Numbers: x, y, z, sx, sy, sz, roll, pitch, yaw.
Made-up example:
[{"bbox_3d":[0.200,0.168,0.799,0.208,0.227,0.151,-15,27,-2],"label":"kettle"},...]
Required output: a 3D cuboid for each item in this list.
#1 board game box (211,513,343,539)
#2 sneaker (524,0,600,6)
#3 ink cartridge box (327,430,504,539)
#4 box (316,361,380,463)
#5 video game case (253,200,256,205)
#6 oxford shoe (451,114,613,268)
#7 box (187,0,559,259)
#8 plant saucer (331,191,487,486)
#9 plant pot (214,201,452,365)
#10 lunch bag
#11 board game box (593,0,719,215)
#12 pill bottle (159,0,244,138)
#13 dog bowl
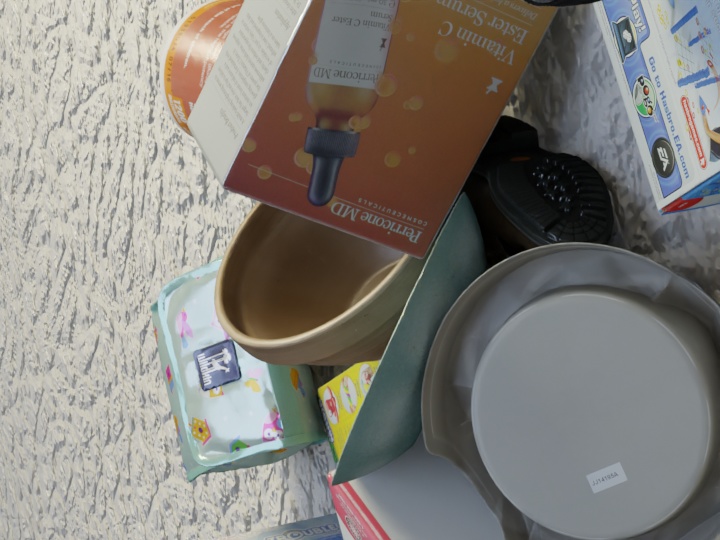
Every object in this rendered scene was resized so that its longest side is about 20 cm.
[{"bbox_3d":[-0.094,0.317,1.595,0.043,0.200,0.199,-148,52,-60],"label":"board game box"},{"bbox_3d":[0.136,-0.226,0.964,0.200,0.075,0.116,-42,56,49],"label":"sneaker"},{"bbox_3d":[0.059,0.221,1.275,0.146,0.085,0.200,51,161,37],"label":"ink cartridge box"},{"bbox_3d":[0.026,0.124,1.460,0.200,0.048,0.118,-35,67,60],"label":"box"},{"bbox_3d":[-0.033,-0.055,1.546,0.182,0.023,0.200,68,152,24],"label":"video game case"},{"bbox_3d":[0.108,-0.034,1.214,0.200,0.073,0.085,-126,32,-64],"label":"oxford shoe"},{"bbox_3d":[0.007,-0.133,1.198,0.200,0.152,0.106,-63,27,17],"label":"box"},{"bbox_3d":[0.040,0.049,1.186,0.201,0.039,0.201,24,-90,-86],"label":"plant saucer"},{"bbox_3d":[0.000,0.000,1.366,0.093,0.201,0.201,48,173,-33],"label":"plant pot"},{"bbox_3d":[-0.102,0.081,1.607,0.200,0.122,0.171,144,113,-71],"label":"lunch bag"},{"bbox_3d":[0.198,-0.156,0.994,0.196,0.056,0.200,-38,65,61],"label":"board game box"},{"bbox_3d":[-0.049,-0.128,1.370,0.200,0.112,0.112,22,119,50],"label":"pill bottle"},{"bbox_3d":[0.137,0.080,1.092,0.200,0.059,0.200,4,99,25],"label":"dog bowl"}]
